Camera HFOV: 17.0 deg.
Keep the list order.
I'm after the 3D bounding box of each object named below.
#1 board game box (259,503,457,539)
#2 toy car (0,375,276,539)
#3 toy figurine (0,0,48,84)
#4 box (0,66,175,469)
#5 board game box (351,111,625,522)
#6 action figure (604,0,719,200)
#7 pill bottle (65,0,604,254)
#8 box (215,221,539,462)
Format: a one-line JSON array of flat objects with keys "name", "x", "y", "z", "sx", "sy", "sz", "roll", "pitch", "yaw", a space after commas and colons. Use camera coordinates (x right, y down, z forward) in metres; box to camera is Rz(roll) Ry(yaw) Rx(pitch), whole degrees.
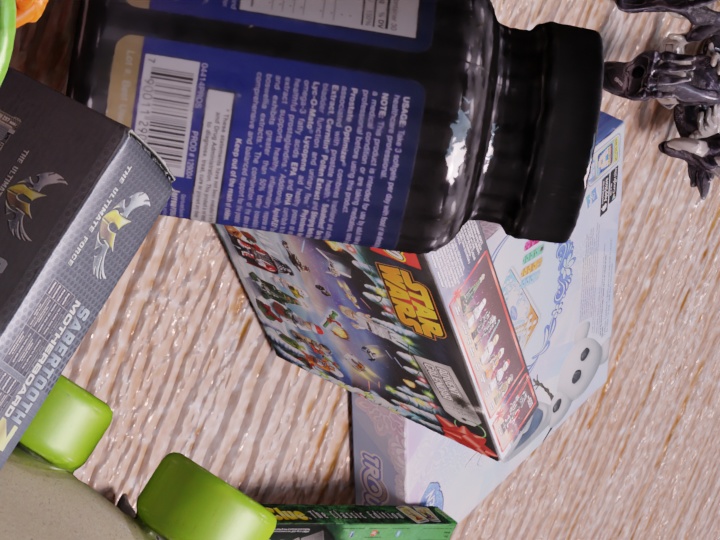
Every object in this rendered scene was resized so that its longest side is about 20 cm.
[{"name": "board game box", "x": -0.037, "y": 0.169, "z": 1.248, "sx": 0.200, "sy": 0.023, "sz": 0.105, "roll": 8, "pitch": 110, "yaw": -50}, {"name": "toy car", "x": -0.135, "y": 0.139, "z": 1.036, "sx": 0.164, "sy": 0.158, "sz": 0.200, "roll": -57, "pitch": 180, "yaw": -6}, {"name": "toy figurine", "x": -0.144, "y": -0.120, "z": 0.737, "sx": 0.150, "sy": 0.200, "sz": 0.184, "roll": -60, "pitch": 167, "yaw": 20}, {"name": "box", "x": -0.178, "y": 0.013, "z": 0.788, "sx": 0.200, "sy": 0.157, "sz": 0.051, "roll": -60, "pitch": 156, "yaw": -9}, {"name": "board game box", "x": 0.071, "y": 0.036, "z": 1.341, "sx": 0.199, "sy": 0.043, "sz": 0.200, "roll": -40, "pitch": 144, "yaw": -36}, {"name": "action figure", "x": 0.215, "y": -0.107, "z": 1.409, "sx": 0.200, "sy": 0.102, "sz": 0.119, "roll": 23, "pitch": 81, "yaw": -60}, {"name": "pill bottle", "x": -0.011, "y": -0.067, "z": 0.938, "sx": 0.112, "sy": 0.199, "sz": 0.112, "roll": -171, "pitch": -90, "yaw": -87}, {"name": "box", "x": 0.000, "y": 0.000, "z": 1.097, "sx": 0.040, "sy": 0.137, "sz": 0.200, "roll": -55, "pitch": 150, "yaw": -21}]
